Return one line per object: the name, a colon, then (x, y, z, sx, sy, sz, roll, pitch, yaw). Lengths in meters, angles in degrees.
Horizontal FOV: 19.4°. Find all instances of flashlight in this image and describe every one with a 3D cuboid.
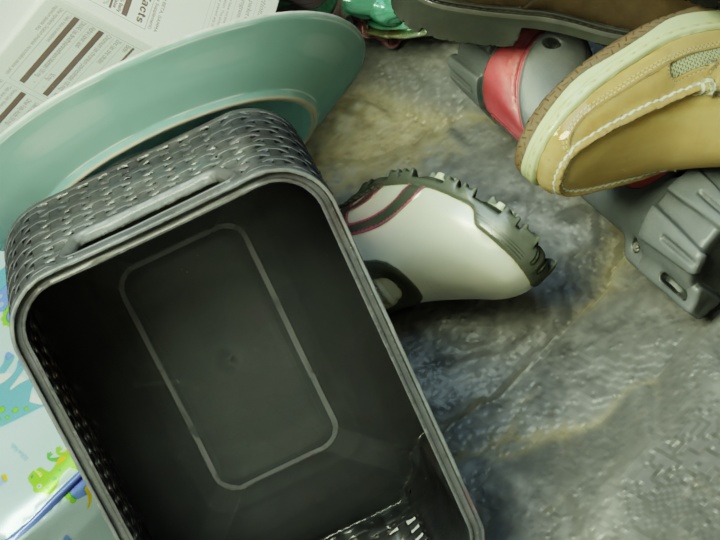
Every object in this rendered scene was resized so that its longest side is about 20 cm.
flashlight: (0.122, -0.064, 1.007, 0.068, 0.068, 0.200, -24, 44, -22)

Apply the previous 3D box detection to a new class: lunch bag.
lunch bag: (-0.169, 0.066, 0.995, 0.161, 0.083, 0.200, -43, 49, -19)

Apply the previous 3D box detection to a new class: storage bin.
storage bin: (-0.048, 0.052, 0.863, 0.135, 0.200, 0.094, -25, 22, -2)

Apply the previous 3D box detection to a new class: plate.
plate: (-0.084, -0.050, 0.926, 0.200, 0.200, 0.026, -25, 77, -1)

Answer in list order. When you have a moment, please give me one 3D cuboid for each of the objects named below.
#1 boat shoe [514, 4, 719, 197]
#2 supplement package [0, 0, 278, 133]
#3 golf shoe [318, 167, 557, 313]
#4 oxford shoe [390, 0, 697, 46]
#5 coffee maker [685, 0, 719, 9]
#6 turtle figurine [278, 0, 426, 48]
boat shoe: (0.162, -0.075, 0.934, 0.200, 0.072, 0.076, -28, 66, -25)
supplement package: (-0.111, -0.156, 1.060, 0.156, 0.111, 0.201, -36, 33, 52)
golf shoe: (0.000, 0.000, 1.001, 0.200, 0.077, 0.088, 8, 60, 38)
oxford shoe: (0.119, -0.154, 1.005, 0.199, 0.085, 0.073, -2, 39, -12)
coffee maker: (0.201, -0.212, 0.919, 0.200, 0.135, 0.192, -34, 80, -10)
turtle figurine: (0.011, -0.168, 1.122, 0.149, 0.101, 0.200, -30, 28, -27)
